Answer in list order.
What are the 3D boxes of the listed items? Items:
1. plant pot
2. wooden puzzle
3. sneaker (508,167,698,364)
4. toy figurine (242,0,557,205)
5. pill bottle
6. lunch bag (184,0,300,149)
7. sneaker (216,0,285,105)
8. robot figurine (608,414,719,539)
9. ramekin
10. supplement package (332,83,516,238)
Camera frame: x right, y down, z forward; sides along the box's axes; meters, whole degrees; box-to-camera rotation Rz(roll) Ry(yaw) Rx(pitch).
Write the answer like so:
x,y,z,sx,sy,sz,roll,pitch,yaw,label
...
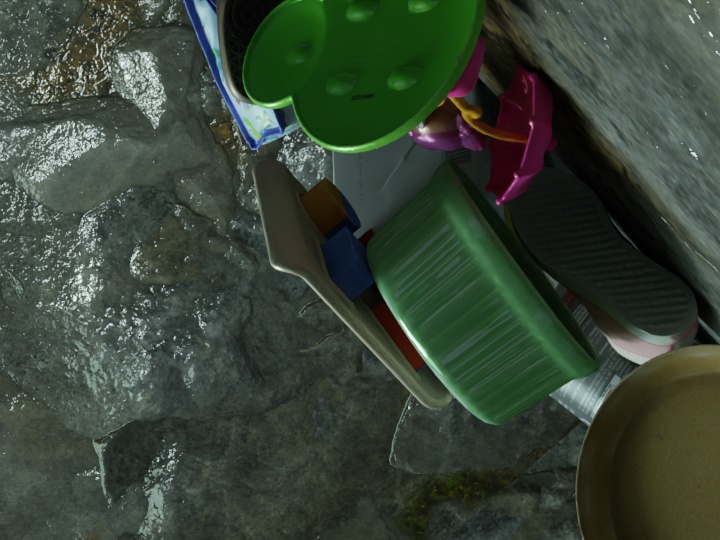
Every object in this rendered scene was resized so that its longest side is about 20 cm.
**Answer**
x,y,z,sx,sy,sz,roll,pitch,yaw,label
0.239,0.152,0.741,0.027,0.201,0.201,12,-147,-50,plant pot
0.000,0.000,0.913,0.200,0.046,0.186,42,-165,-29,wooden puzzle
0.201,0.005,0.915,0.200,0.075,0.105,48,177,33,sneaker
0.047,-0.112,0.753,0.198,0.153,0.183,2,161,41,toy figurine
0.244,0.097,0.978,0.199,0.117,0.116,38,179,21,pill bottle
-0.073,-0.253,1.101,0.202,0.169,0.127,62,156,-6,lunch bag
-0.071,-0.220,0.797,0.069,0.204,0.075,4,-177,-21,sneaker
0.267,0.173,0.808,0.116,0.172,0.204,41,-137,-69,robot figurine
0.092,0.022,0.867,0.201,0.097,0.200,50,-169,-13,ramekin
0.077,-0.067,1.104,0.200,0.148,0.155,44,-140,-59,supplement package
